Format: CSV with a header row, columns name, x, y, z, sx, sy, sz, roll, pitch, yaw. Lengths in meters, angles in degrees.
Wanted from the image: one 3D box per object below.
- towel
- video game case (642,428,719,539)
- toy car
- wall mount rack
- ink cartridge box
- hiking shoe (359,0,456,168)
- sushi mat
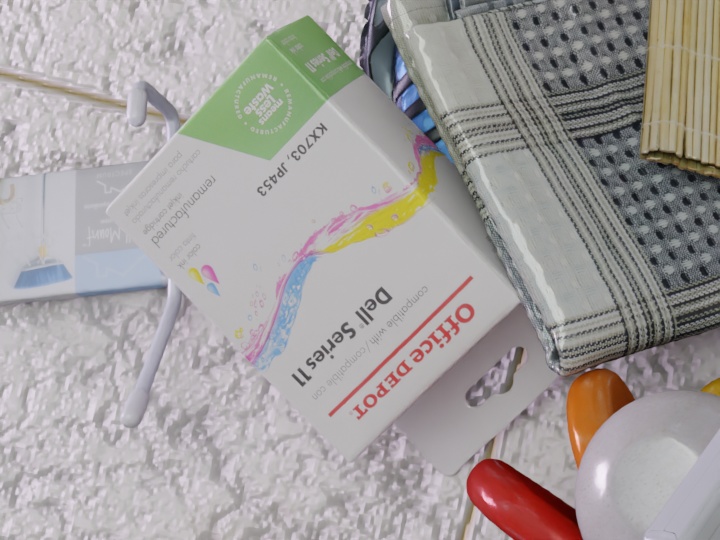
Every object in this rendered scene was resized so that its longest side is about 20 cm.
name,x,y,z,sx,sy,sz,roll,pitch,yaw
towel,0.126,-0.066,0.912,0.192,0.035,0.201,-16,67,-23
video game case,0.200,0.099,0.789,0.022,0.183,0.200,0,39,48
toy car,0.103,0.137,0.842,0.149,0.175,0.201,8,79,23
wall mount rack,-0.153,0.001,1.011,0.199,0.075,0.175,-6,74,17
ink cartridge box,0.000,0.000,0.918,0.200,0.067,0.117,45,110,0
hiking shoe,0.043,-0.082,0.979,0.086,0.074,0.201,14,91,17
sushi mat,0.179,-0.125,0.930,0.095,0.012,0.201,8,59,-1
